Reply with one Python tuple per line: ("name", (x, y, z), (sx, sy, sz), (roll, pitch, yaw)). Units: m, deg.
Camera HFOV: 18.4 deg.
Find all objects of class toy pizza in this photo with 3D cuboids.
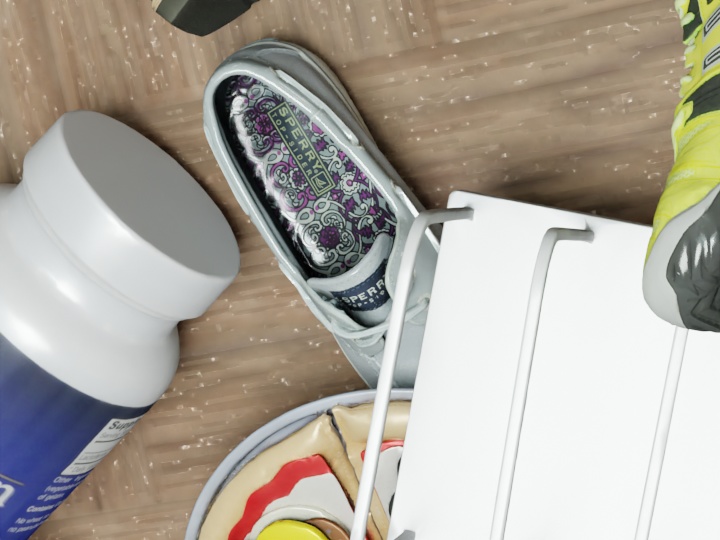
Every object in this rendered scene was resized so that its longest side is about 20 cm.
("toy pizza", (0.022, 0.140, 0.890), (0.200, 0.032, 0.200), (5, 116, 10))

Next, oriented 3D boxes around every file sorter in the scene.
("file sorter", (0.106, 0.058, 0.766), (0.200, 0.125, 0.139), (11, 94, 13))

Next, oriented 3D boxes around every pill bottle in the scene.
("pill bottle", (-0.146, 0.037, 0.907), (0.116, 0.116, 0.200), (45, 108, 5))

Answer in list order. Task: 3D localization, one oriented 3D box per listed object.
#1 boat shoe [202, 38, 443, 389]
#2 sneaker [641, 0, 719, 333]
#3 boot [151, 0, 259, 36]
("boat shoe", (0.000, -0.001, 0.878), (0.070, 0.072, 0.201), (-35, 90, 18))
("sneaker", (0.131, -0.065, 0.716), (0.076, 0.075, 0.200), (16, 60, 28))
("boot", (-0.052, -0.206, 0.866), (0.138, 0.077, 0.200), (39, 94, 11))
